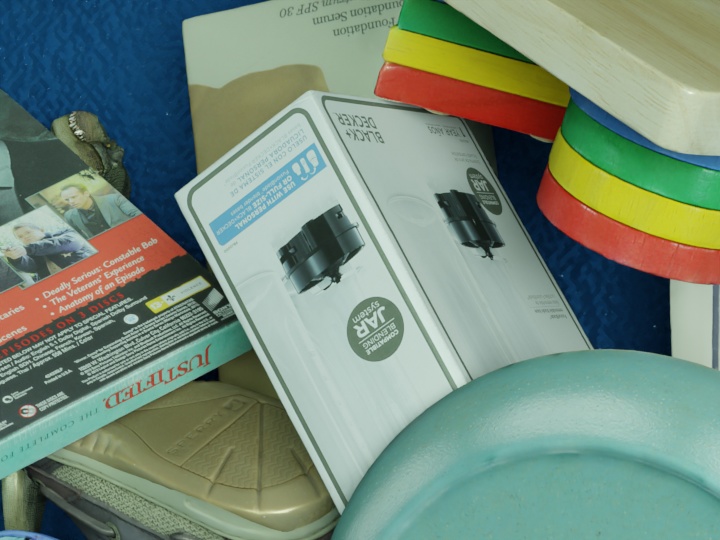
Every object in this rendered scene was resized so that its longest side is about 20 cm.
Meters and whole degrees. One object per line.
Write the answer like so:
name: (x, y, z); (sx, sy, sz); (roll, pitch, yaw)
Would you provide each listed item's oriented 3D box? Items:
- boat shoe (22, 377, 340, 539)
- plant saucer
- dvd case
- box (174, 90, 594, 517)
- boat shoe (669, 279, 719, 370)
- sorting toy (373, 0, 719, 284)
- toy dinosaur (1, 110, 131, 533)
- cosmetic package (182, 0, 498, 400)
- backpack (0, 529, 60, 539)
boat shoe: (-0.081, 0.067, 0.785); (0.199, 0.072, 0.065); (17, 126, 37)
plant saucer: (0.067, 0.123, 0.614); (0.199, 0.027, 0.202); (2, 94, 27)
dvd case: (-0.152, -0.003, 0.790); (0.145, 0.022, 0.200); (-27, 50, -31)
box: (0.034, 0.045, 0.710); (0.060, 0.116, 0.201); (-35, 76, 23)
boat shoe: (0.157, 0.077, 0.761); (0.092, 0.075, 0.202); (-5, 82, 22)
sorting toy: (0.101, -0.063, 0.719); (0.200, 0.198, 0.070); (41, 122, 45)
toy dinosaur: (-0.142, 0.029, 0.873); (0.047, 0.088, 0.202); (1, 80, 62)
cosmetic package: (0.000, 0.000, 0.831); (0.104, 0.071, 0.202); (-11, 78, 17)
backpack: (-0.090, 0.172, 0.761); (0.182, 0.200, 0.136); (22, 89, 29)
